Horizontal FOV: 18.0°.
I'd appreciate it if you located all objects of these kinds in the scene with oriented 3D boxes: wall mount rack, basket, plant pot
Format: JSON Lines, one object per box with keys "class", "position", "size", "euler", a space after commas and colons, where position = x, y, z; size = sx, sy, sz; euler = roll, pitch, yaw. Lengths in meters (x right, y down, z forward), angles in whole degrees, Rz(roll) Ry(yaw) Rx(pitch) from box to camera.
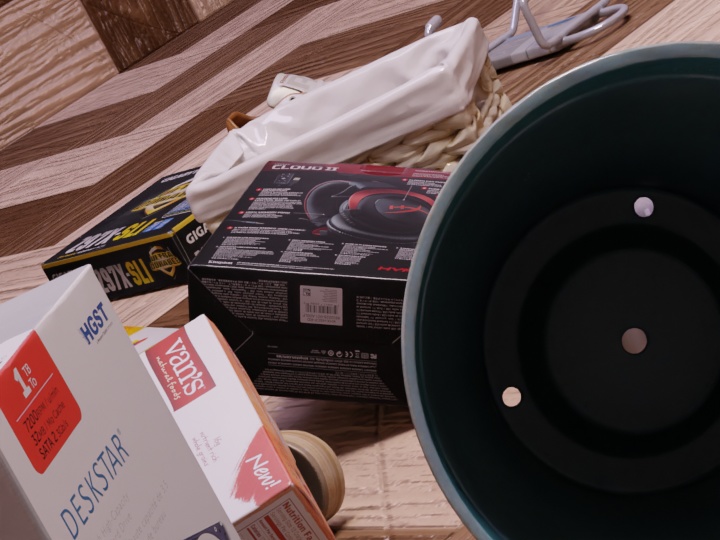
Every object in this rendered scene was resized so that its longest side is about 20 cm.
{"class": "wall mount rack", "position": [0.151, -0.233, 1.940], "size": [0.199, 0.075, 0.174], "euler": [-13, 21, 47]}
{"class": "basket", "position": [0.009, -0.058, 1.484], "size": [0.199, 0.124, 0.136], "euler": [-24, 14, 19]}
{"class": "plant pot", "position": [0.114, 0.025, 0.856], "size": [0.199, 0.201, 0.188], "euler": [-28, -1, 0]}

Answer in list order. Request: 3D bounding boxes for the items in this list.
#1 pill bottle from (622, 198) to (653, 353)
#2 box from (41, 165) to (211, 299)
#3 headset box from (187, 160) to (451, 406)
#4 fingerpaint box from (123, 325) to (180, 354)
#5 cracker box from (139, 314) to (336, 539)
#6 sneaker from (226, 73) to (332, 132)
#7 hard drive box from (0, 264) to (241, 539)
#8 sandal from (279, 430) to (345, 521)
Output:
{"class": "pill bottle", "position": [0.167, -0.015, 1.034], "size": [0.199, 0.112, 0.112], "euler": [-26, 14, 11]}
{"class": "box", "position": [-0.150, -0.038, 1.888], "size": [0.199, 0.050, 0.160], "euler": [-11, 23, 50]}
{"class": "headset box", "position": [0.000, 0.000, 1.275], "size": [0.147, 0.076, 0.200], "euler": [4, 22, 10]}
{"class": "fingerpaint box", "position": [-0.174, 0.114, 1.320], "size": [0.199, 0.074, 0.167], "euler": [-34, 16, -25]}
{"class": "cracker box", "position": [-0.124, 0.126, 1.072], "size": [0.199, 0.058, 0.134], "euler": [-32, 41, -1]}
{"class": "sneaker", "position": [-0.029, -0.136, 1.929], "size": [0.199, 0.085, 0.073], "euler": [-21, 13, 22]}
{"class": "hard drive box", "position": [-0.111, 0.122, 0.896], "size": [0.076, 0.201, 0.156], "euler": [-24, 15, 17]}
{"class": "sandal", "position": [-0.087, 0.109, 1.183], "size": [0.210, 0.078, 0.069], "euler": [-5, 10, 34]}
